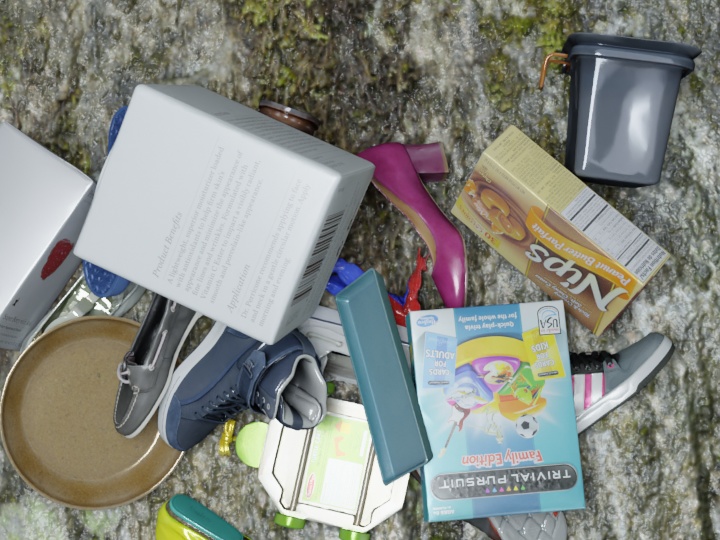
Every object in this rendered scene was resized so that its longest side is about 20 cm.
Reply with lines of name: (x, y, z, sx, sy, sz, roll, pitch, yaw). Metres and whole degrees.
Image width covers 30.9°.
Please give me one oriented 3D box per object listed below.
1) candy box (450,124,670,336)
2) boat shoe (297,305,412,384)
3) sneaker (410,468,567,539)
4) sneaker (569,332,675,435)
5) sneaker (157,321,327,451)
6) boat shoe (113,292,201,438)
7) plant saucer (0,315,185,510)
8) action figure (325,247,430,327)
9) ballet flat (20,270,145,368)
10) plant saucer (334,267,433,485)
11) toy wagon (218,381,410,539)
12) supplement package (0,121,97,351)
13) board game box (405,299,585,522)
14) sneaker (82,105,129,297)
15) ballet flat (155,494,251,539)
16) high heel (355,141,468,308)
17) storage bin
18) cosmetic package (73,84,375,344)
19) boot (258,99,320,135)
candy box: (0.193, -0.037, 1.285, 0.200, 0.115, 0.055, 40, 61, 9)
boat shoe: (-0.036, 0.084, 1.336, 0.200, 0.072, 0.066, 12, 54, 9)
sneaker: (0.125, 0.227, 1.327, 0.200, 0.082, 0.077, 41, 67, -12)
sneaker: (0.209, 0.095, 1.328, 0.200, 0.084, 0.121, -36, 91, 0)
sneaker: (-0.116, 0.132, 1.284, 0.202, 0.077, 0.146, -56, 50, 19)
boat shoe: (-0.209, 0.069, 1.307, 0.057, 0.067, 0.200, 28, 89, -31)
plant saucer: (-0.272, 0.145, 1.349, 0.200, 0.035, 0.200, -1, 92, -20)
action figure: (0.000, 0.000, 1.348, 0.200, 0.065, 0.099, 34, 41, -23)
ballet flat: (-0.282, 0.033, 1.376, 0.069, 0.069, 0.200, 42, 87, 8)
plant saucer: (0.023, 0.101, 1.256, 0.019, 0.070, 0.200, 1, 64, -39)
toy wagon: (-0.046, 0.191, 1.354, 0.200, 0.040, 0.155, 12, 83, 6)
supplement package: (-0.364, -0.032, 1.364, 0.120, 0.121, 0.200, 33, 87, 8)
board game box: (0.128, 0.134, 1.253, 0.151, 0.047, 0.200, -5, 80, -3)
sneaker: (-0.223, -0.068, 1.328, 0.070, 0.078, 0.200, 24, 105, 36)
ballet flat: (-0.125, 0.303, 1.340, 0.200, 0.067, 0.067, 28, 107, 10)
high heel: (0.054, -0.040, 1.361, 0.096, 0.067, 0.200, -8, 67, -7)
storage bin: (0.248, -0.155, 1.305, 0.145, 0.200, 0.135, 8, 92, 4)
cosmetic package: (-0.119, -0.057, 1.185, 0.200, 0.165, 0.165, 25, 102, 7)
boot: (-0.106, -0.062, 1.322, 0.064, 0.186, 0.200, 20, 81, -5)
